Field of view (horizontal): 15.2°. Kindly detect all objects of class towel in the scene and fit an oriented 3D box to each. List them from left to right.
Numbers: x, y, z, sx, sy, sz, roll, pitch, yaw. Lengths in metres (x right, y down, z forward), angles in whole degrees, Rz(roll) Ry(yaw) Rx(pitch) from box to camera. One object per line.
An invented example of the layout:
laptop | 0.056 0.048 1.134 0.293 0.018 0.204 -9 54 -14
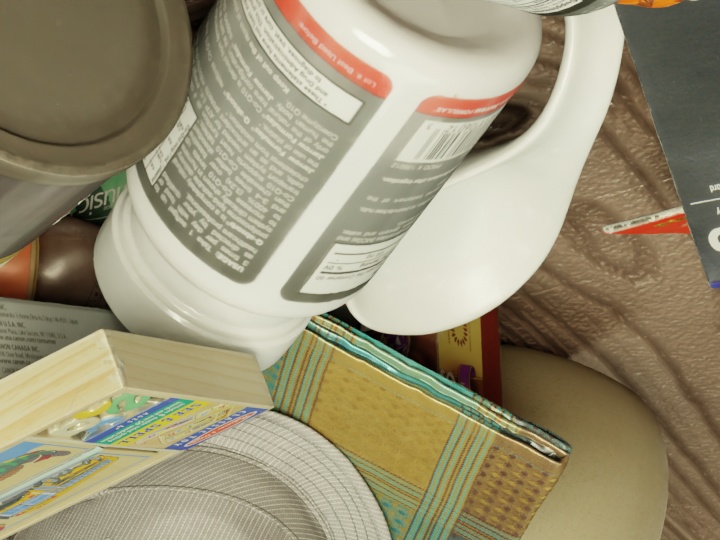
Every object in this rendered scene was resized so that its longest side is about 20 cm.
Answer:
towel | -0.011 0.070 1.232 0.199 0.022 0.147 28 145 3

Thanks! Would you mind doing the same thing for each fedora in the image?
fedora | -0.089 0.155 1.239 0.199 0.090 0.177 -11 125 18

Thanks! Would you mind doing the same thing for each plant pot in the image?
plant pot | 0.044 0.117 1.423 0.134 0.201 0.200 33 135 -31

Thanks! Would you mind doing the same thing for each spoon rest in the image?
spoon rest | 0.057 -0.045 1.137 0.099 0.061 0.200 2 129 -32

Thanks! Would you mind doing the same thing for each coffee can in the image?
coffee can | -0.179 -0.059 1.025 0.146 0.147 0.200 13 148 -36

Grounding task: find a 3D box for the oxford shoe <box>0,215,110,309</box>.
oxford shoe | -0.145 0.042 1.230 0.072 0.071 0.200 4 152 -14

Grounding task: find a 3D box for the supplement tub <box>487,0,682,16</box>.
supplement tub | 0.035 -0.157 0.915 0.199 0.123 0.122 11 149 -35

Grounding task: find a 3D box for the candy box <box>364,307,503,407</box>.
candy box | -0.019 0.073 1.352 0.199 0.117 0.056 -18 153 37

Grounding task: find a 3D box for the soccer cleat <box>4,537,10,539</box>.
soccer cleat | -0.169 0.121 1.320 0.199 0.077 0.067 -16 117 -2

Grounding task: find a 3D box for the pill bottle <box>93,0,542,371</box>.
pill bottle | -0.024 -0.054 1.074 0.115 0.116 0.200 9 136 -32

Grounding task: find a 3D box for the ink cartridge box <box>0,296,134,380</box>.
ink cartridge box | -0.171 0.069 1.123 0.173 0.044 0.200 -26 165 22

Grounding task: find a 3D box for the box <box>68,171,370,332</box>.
box | -0.110 0.009 1.273 0.199 0.036 0.144 -18 147 29

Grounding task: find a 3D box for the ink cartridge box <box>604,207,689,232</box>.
ink cartridge box | 0.220 -0.025 1.237 0.173 0.044 0.200 -18 175 19

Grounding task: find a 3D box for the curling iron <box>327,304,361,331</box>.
curling iron | 0.000 0.000 1.214 0.049 0.026 0.201 -5 133 -14

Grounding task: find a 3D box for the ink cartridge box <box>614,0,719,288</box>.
ink cartridge box | 0.172 -0.060 1.090 0.099 0.039 0.201 -12 112 29

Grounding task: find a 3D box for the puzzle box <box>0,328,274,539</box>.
puzzle box | -0.147 0.080 1.062 0.199 0.026 0.133 -27 165 19
